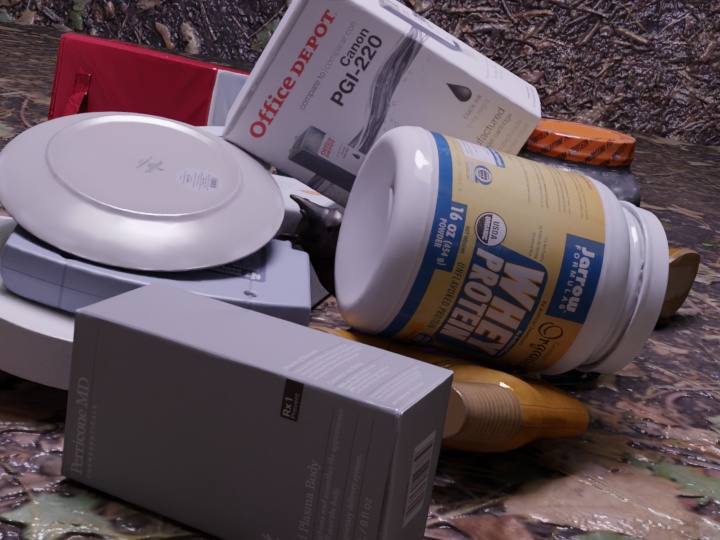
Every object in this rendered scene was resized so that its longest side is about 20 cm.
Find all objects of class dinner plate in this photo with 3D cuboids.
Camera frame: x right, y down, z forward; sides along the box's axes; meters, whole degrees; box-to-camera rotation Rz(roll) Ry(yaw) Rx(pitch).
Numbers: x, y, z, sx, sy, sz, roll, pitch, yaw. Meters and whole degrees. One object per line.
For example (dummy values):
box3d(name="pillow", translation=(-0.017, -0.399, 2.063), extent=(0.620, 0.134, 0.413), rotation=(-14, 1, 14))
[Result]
box3d(name="dinner plate", translation=(-0.149, -0.065, 0.820), extent=(0.200, 0.024, 0.200), rotation=(11, 34, -8))

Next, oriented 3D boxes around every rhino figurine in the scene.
box3d(name="rhino figurine", translation=(0.000, 0.000, 0.937), extent=(0.087, 0.060, 0.200), rotation=(14, -22, 44))

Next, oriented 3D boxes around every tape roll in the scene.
box3d(name="tape roll", translation=(-0.187, 0.020, 0.816), extent=(0.202, 0.037, 0.203), rotation=(16, 19, -6))

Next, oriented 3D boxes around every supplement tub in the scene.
box3d(name="supplement tub", translation=(0.095, -0.009, 0.828), extent=(0.200, 0.145, 0.145), rotation=(14, 13, -16))
box3d(name="supplement tub", translation=(0.158, -0.017, 0.972), extent=(0.122, 0.200, 0.123), rotation=(8, 14, -2))

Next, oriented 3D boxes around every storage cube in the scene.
box3d(name="storage cube", translation=(-0.198, -0.136, 1.224), extent=(0.179, 0.171, 0.200), rotation=(15, 8, 20))

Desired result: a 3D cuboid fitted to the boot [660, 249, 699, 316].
box3d(name="boot", translation=(0.236, -0.002, 1.178), extent=(0.144, 0.071, 0.201), rotation=(23, 25, 34))

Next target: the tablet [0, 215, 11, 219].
box3d(name="tablet", translation=(-0.233, -0.031, 1.072), extent=(0.130, 0.014, 0.200), rotation=(8, 0, 4))

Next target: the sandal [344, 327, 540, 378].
box3d(name="sandal", translation=(0.035, 0.060, 0.891), extent=(0.202, 0.050, 0.082), rotation=(6, 6, -6))

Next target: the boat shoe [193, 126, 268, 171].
box3d(name="boat shoe", translation=(-0.164, -0.060, 0.892), extent=(0.202, 0.075, 0.086), rotation=(-1, 37, -19))

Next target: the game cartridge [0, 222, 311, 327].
box3d(name="game cartridge", translation=(-0.133, 0.000, 0.803), extent=(0.200, 0.041, 0.133), rotation=(12, 17, -8))

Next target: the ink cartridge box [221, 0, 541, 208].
box3d(name="ink cartridge box", translation=(0.016, -0.122, 0.909), extent=(0.200, 0.146, 0.085), rotation=(30, 22, -8))

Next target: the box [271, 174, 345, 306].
box3d(name="box", translation=(-0.098, -0.020, 1.031), extent=(0.124, 0.098, 0.200), rotation=(12, 15, 13))

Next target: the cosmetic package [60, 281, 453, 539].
box3d(name="cosmetic package", translation=(-0.059, 0.084, 0.652), extent=(0.200, 0.107, 0.090), rotation=(13, 16, 20))

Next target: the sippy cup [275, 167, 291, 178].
box3d(name="sippy cup", translation=(-0.031, -0.119, 1.173), extent=(0.178, 0.130, 0.140), rotation=(-13, 35, 38))

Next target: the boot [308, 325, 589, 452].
box3d(name="boot", translation=(0.041, 0.086, 0.810), extent=(0.201, 0.071, 0.144), rotation=(10, -1, 41))
